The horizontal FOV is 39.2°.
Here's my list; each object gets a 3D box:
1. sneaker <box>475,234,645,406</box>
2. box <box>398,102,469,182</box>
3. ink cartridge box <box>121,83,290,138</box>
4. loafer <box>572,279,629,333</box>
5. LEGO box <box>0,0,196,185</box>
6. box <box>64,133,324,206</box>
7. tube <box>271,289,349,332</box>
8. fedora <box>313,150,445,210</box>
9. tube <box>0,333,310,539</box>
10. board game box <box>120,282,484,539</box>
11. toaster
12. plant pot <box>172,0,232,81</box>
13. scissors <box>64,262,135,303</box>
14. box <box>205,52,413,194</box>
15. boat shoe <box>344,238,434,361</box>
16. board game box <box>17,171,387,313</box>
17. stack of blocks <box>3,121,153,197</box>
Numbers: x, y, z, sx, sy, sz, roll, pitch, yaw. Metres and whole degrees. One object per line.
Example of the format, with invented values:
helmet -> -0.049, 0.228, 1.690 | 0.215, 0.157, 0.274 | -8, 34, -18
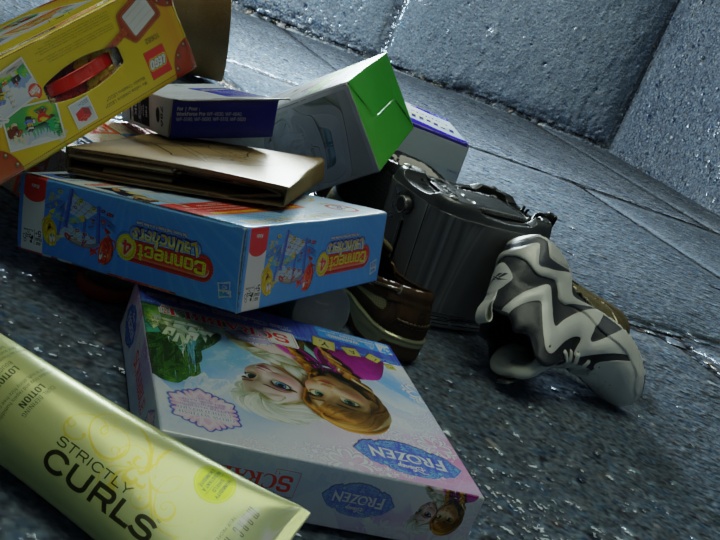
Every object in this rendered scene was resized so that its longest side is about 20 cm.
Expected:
sneaker -> 0.175, 0.080, 0.929 | 0.079, 0.130, 0.200 | -9, -57, 51
box -> 0.055, -0.200, 1.569 | 0.182, 0.106, 0.200 | 19, 17, -13
ink cartridge box -> -0.145, -0.144, 0.912 | 0.098, 0.040, 0.200 | -4, 14, -26
loafer -> 0.203, 0.031, 1.098 | 0.198, 0.077, 0.067 | 25, 10, 6
LEGO box -> -0.248, -0.141, 0.756 | 0.148, 0.078, 0.200 | 3, 34, 41
box -> -0.119, -0.083, 0.799 | 0.161, 0.022, 0.200 | 9, 11, 4
tube -> -0.073, 0.001, 0.874 | 0.077, 0.051, 0.200 | 23, 7, -33
fedora -> 0.047, -0.074, 1.138 | 0.199, 0.092, 0.201 | 27, 20, -10
tube -> -0.125, 0.092, 0.490 | 0.199, 0.058, 0.052 | 30, 3, 16
board game box -> -0.046, 0.085, 0.638 | 0.198, 0.042, 0.200 | 16, 18, -22
toaster -> 0.099, -0.018, 1.010 | 0.199, 0.130, 0.114 | 8, 22, -40
plant pot -> -0.315, -0.412, 1.634 | 0.198, 0.188, 0.187 | 4, 21, -14
scissors -> -0.130, 0.020, 0.779 | 0.198, 0.014, 0.073 | 15, 18, -25
box -> -0.054, -0.147, 1.067 | 0.175, 0.098, 0.200 | -18, 15, 18
boat shoe -> 0.005, 0.001, 0.916 | 0.074, 0.075, 0.202 | 9, 22, -40
board game box -> -0.111, -0.031, 0.751 | 0.194, 0.057, 0.199 | 15, 12, 27
stack of blocks -> -0.214, -0.085, 0.912 | 0.115, 0.059, 0.199 | 30, 17, 21
